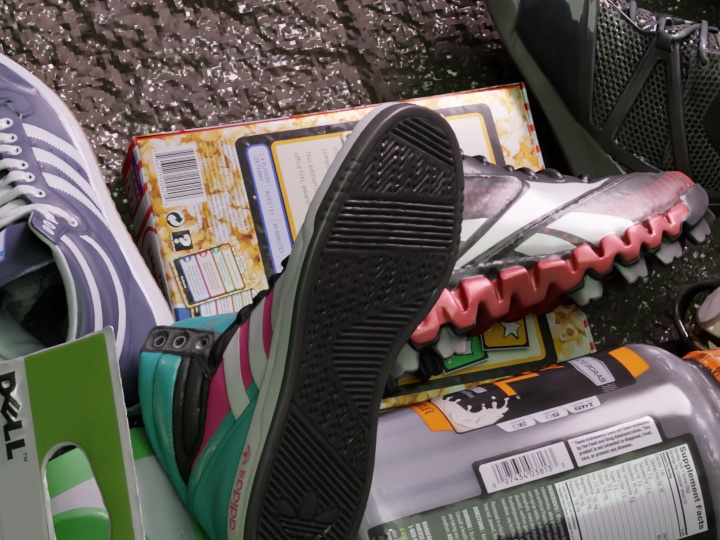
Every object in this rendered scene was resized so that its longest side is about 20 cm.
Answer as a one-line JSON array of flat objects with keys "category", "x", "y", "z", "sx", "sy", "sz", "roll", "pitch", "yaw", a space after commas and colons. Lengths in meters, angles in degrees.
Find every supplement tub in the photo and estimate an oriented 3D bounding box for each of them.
[{"category": "supplement tub", "x": 0.085, "y": 0.105, "z": 0.928, "sx": 0.198, "sy": 0.123, "sz": 0.124, "roll": -14, "pitch": 76, "yaw": -15}]

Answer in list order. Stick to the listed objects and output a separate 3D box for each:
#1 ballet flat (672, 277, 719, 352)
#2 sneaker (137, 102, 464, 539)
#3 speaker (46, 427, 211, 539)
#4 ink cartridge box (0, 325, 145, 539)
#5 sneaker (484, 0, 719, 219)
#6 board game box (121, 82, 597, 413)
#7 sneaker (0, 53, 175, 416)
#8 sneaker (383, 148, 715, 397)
[{"category": "ballet flat", "x": 0.201, "y": 0.040, "z": 0.949, "sx": 0.068, "sy": 0.200, "sz": 0.068, "roll": 35, "pitch": 82, "yaw": -21}, {"category": "sneaker", "x": -0.031, "y": 0.022, "z": 0.874, "sx": 0.083, "sy": 0.120, "sz": 0.202, "roll": 20, "pitch": 88, "yaw": -36}, {"category": "speaker", "x": -0.081, "y": 0.173, "z": 0.888, "sx": 0.088, "sy": 0.088, "sz": 0.201, "roll": -23, "pitch": 78, "yaw": -20}, {"category": "ink cartridge box", "x": -0.151, "y": 0.122, "z": 0.831, "sx": 0.198, "sy": 0.076, "sz": 0.149, "roll": -18, "pitch": 73, "yaw": 24}, {"category": "sneaker", "x": 0.132, "y": -0.115, "z": 1.012, "sx": 0.201, "sy": 0.114, "sz": 0.076, "roll": 61, "pitch": 24, "yaw": 1}, {"category": "board game box", "x": 0.000, "y": 0.000, "z": 0.988, "sx": 0.198, "sy": 0.046, "sz": 0.153, "roll": -9, "pitch": 74, "yaw": -17}, {"category": "sneaker", "x": -0.157, "y": -0.027, "z": 0.909, "sx": 0.070, "sy": 0.108, "sz": 0.201, "roll": -38, "pitch": 73, "yaw": 13}, {"category": "sneaker", "x": 0.067, "y": -0.019, "z": 0.948, "sx": 0.199, "sy": 0.071, "sz": 0.099, "roll": -20, "pitch": 79, "yaw": -19}]
